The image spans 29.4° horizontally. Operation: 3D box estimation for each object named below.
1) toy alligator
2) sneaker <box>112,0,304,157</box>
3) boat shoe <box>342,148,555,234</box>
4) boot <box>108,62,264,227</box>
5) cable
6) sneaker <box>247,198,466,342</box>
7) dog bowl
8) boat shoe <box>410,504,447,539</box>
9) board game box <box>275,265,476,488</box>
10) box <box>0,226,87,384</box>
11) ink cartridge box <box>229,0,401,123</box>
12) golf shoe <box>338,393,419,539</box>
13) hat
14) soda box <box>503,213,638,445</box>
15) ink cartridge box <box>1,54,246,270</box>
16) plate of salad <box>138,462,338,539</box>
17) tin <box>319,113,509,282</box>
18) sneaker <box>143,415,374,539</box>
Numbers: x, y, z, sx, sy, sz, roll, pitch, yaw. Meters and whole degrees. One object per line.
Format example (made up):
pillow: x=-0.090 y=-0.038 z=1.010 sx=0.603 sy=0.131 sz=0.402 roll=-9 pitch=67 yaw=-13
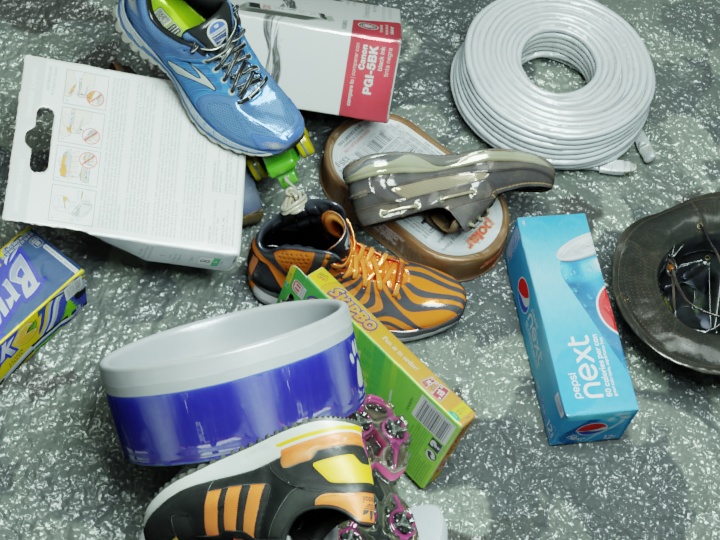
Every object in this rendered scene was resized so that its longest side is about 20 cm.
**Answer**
toy alligator: x=-0.078 y=-0.113 z=1.236 sx=0.059 sy=0.054 sz=0.200 roll=-27 pitch=27 yaw=4
sneaker: x=-0.125 y=-0.177 z=1.167 sx=0.200 sy=0.089 sz=0.079 roll=42 pitch=67 yaw=-6
boat shoe: x=0.081 y=-0.068 z=1.244 sx=0.200 sy=0.074 sz=0.073 roll=-3 pitch=86 yaw=-15
boot: x=-0.166 y=-0.110 z=1.274 sx=0.097 sy=0.075 sz=0.200 roll=-15 pitch=72 yaw=-27
cable: x=0.191 y=-0.190 z=1.363 sx=0.200 sy=0.069 sz=0.200 roll=-2 pitch=60 yaw=-9
sneaker: x=0.000 y=0.000 z=1.198 sx=0.200 sy=0.112 sz=0.078 roll=7 pitch=59 yaw=-3
dog bowl: x=-0.099 y=0.085 z=1.081 sx=0.200 sy=0.200 sz=0.079 roll=-15 pitch=98 yaw=-16
boat shoe: x=0.032 y=0.271 z=1.069 sx=0.072 sy=0.068 sz=0.200 roll=-16 pitch=29 yaw=26
board game box: x=0.004 y=0.085 z=1.158 sx=0.200 sy=0.096 sz=0.030 roll=42 pitch=47 yaw=16
box: x=-0.323 y=0.058 z=1.148 sx=0.070 sy=0.064 sz=0.200 roll=37 pitch=61 yaw=14
ink cartridge box: x=-0.065 y=-0.210 z=1.295 sx=0.200 sy=0.083 sz=0.147 roll=9 pitch=22 yaw=-3
golf shoe: x=-0.002 y=0.200 z=1.082 sx=0.072 sy=0.092 sz=0.200 roll=21 pitch=44 yaw=-17
hat: x=0.324 y=0.027 z=1.248 sx=0.200 sy=0.081 sz=0.201 roll=-1 pitch=57 yaw=1
soda box: x=0.185 y=0.050 z=1.223 sx=0.068 sy=0.064 sz=0.200 roll=-4 pitch=61 yaw=-10
ink cartridge box: x=-0.199 y=-0.092 z=1.189 sx=0.200 sy=0.050 sz=0.161 roll=7 pitch=66 yaw=-13
plate of salad: x=-0.094 y=0.225 z=1.049 sx=0.200 sy=0.048 sz=0.200 roll=-18 pitch=57 yaw=29
tin: x=0.050 y=-0.071 z=1.294 sx=0.200 sy=0.042 sz=0.112 roll=38 pitch=66 yaw=15
sneaker: x=-0.076 y=0.179 z=0.982 sx=0.200 sy=0.070 sz=0.090 roll=-30 pitch=61 yaw=25
